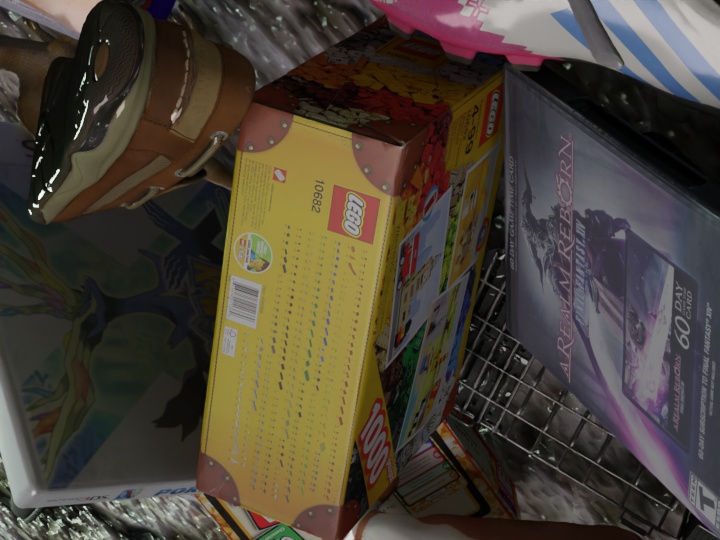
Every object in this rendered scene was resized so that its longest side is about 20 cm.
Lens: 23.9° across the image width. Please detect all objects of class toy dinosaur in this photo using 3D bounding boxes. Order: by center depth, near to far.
[{"bbox_3d":[-0.124,-0.089,0.868,0.200,0.101,0.058,29,140,6],"label":"toy dinosaur"}]

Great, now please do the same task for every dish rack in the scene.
[{"bbox_3d":[0.134,0.061,0.885,0.200,0.055,0.153,30,139,8],"label":"dish rack"}]

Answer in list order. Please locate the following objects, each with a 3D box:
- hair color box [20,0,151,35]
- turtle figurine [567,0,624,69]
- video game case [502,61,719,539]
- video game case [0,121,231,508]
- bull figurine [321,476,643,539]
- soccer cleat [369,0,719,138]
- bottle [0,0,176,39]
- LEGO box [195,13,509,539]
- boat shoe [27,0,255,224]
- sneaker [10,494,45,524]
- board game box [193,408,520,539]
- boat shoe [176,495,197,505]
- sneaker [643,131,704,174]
[{"bbox_3d":[-0.114,-0.212,0.713,0.111,0.064,0.200,29,120,5],"label":"hair color box"},{"bbox_3d":[0.033,-0.206,0.587,0.194,0.200,0.144,27,180,45],"label":"turtle figurine"},{"bbox_3d":[0.114,0.009,0.720,0.200,0.019,0.143,-134,35,-53],"label":"video game case"},{"bbox_3d":[-0.115,0.017,0.844,0.022,0.182,0.200,-38,63,38],"label":"video game case"},{"bbox_3d":[0.066,0.171,0.942,0.200,0.065,0.121,6,142,16],"label":"bull figurine"},{"bbox_3d":[0.099,-0.123,0.718,0.200,0.070,0.086,18,122,16],"label":"soccer cleat"},{"bbox_3d":[-0.182,-0.177,0.833,0.200,0.084,0.065,25,175,12],"label":"bottle"},{"bbox_3d":[0.000,0.000,0.790,0.077,0.149,0.200,19,119,18],"label":"LEGO box"},{"bbox_3d":[-0.097,-0.057,0.733,0.074,0.076,0.200,9,171,-18],"label":"boat shoe"},{"bbox_3d":[-0.214,0.090,1.142,0.088,0.074,0.200,31,131,3],"label":"sneaker"},{"bbox_3d":[-0.021,0.101,0.977,0.151,0.046,0.200,-27,117,13],"label":"board game box"},{"bbox_3d":[-0.137,0.102,1.050,0.086,0.202,0.075,20,100,48],"label":"boat shoe"},{"bbox_3d":[0.196,0.011,0.784,0.200,0.090,0.066,57,178,1],"label":"sneaker"}]
